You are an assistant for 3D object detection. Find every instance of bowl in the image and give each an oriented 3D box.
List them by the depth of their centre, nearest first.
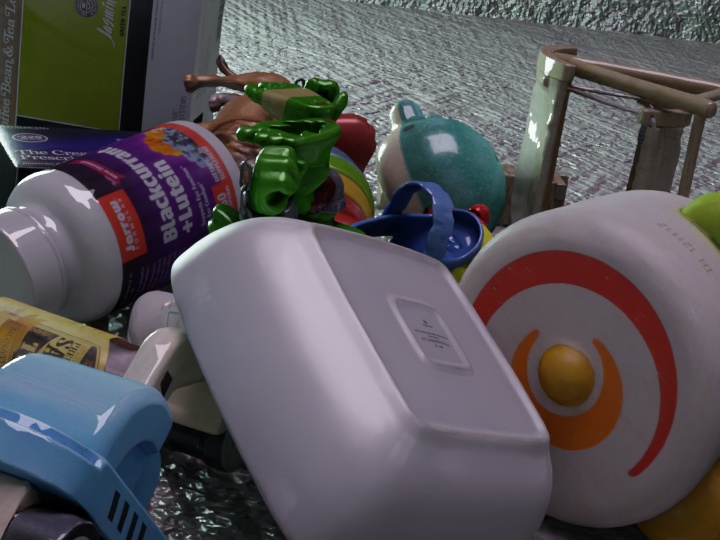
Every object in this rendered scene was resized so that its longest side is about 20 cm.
[{"bbox_3d":[0.012,0.055,0.688,0.199,0.075,0.201,15,38,-50],"label":"bowl"}]

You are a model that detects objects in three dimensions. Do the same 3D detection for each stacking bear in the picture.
[{"bbox_3d":[-0.033,-0.038,1.101,0.112,0.123,0.201,0,27,-7],"label":"stacking bear"}]

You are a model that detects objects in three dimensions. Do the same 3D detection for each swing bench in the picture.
[{"bbox_3d":[0.222,-0.081,1.195,0.198,0.201,0.129,19,20,29],"label":"swing bench"}]

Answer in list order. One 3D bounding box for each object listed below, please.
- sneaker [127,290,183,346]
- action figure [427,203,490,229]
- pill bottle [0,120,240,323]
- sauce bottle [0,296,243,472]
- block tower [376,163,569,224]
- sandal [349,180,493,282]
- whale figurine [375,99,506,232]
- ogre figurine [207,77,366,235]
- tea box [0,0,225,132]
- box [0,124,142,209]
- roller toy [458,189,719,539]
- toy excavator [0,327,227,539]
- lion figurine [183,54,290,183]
[{"bbox_3d":[-0.097,0.044,0.861,0.070,0.081,0.200,-3,20,-28],"label":"sneaker"},{"bbox_3d":[0.044,0.019,1.050,0.065,0.100,0.200,23,45,30],"label":"action figure"},{"bbox_3d":[-0.184,-0.029,0.963,0.111,0.113,0.199,20,33,32],"label":"pill bottle"},{"bbox_3d":[-0.154,0.067,0.783,0.198,0.067,0.066,14,19,22],"label":"sauce bottle"},{"bbox_3d":[0.119,-0.084,1.391,0.197,0.055,0.058,7,19,-5],"label":"block tower"},{"bbox_3d":[0.000,0.000,0.923,0.199,0.087,0.080,-32,51,-11],"label":"sandal"},{"bbox_3d":[0.085,-0.094,1.241,0.103,0.160,0.200,-24,15,20],"label":"whale figurine"},{"bbox_3d":[-0.043,-0.042,0.827,0.097,0.121,0.200,1,22,-15],"label":"ogre figurine"},{"bbox_3d":[-0.242,-0.189,1.295,0.194,0.202,0.134,10,18,2],"label":"tea box"},{"bbox_3d":[-0.213,-0.070,1.155,0.198,0.080,0.141,0,17,-26],"label":"box"},{"bbox_3d":[0.147,0.052,0.787,0.181,0.203,0.139,9,14,36],"label":"roller toy"},{"bbox_3d":[-0.117,0.079,0.623,0.099,0.195,0.202,15,63,19],"label":"toy excavator"},{"bbox_3d":[-0.092,-0.121,1.091,0.121,0.073,0.201,-2,44,16],"label":"lion figurine"}]
